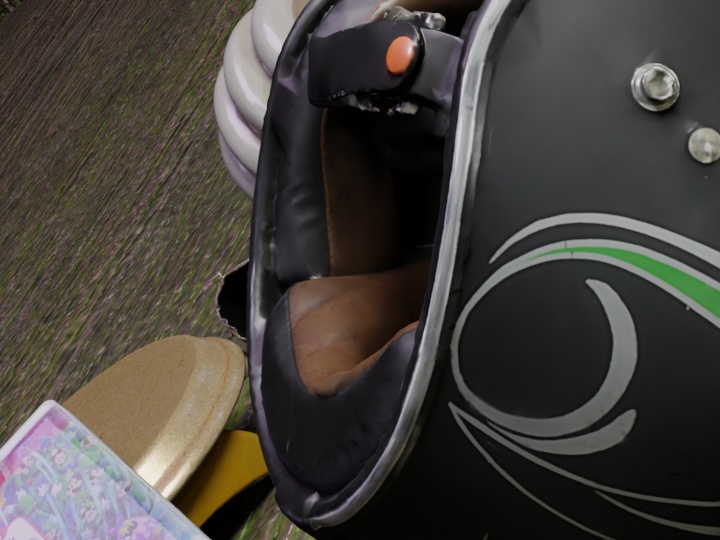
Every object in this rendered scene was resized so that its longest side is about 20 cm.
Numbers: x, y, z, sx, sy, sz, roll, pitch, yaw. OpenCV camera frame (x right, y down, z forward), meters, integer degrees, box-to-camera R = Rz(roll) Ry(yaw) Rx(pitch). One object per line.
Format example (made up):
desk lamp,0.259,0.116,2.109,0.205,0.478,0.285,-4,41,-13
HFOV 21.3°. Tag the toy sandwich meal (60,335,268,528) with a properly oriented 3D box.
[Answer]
toy sandwich meal,-0.114,0.116,0.863,0.204,0.070,0.206,-37,19,15

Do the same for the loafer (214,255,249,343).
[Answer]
loafer,0.000,0.000,0.818,0.070,0.074,0.200,-6,-17,-33

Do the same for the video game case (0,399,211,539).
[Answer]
video game case,-0.136,0.167,0.729,0.200,0.024,0.182,-48,47,-9

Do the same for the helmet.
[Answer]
helmet,0.081,-0.005,0.486,0.200,0.189,0.203,-172,90,-69

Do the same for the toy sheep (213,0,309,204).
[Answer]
toy sheep,-0.011,-0.073,0.934,0.201,0.137,0.138,107,-171,-47
